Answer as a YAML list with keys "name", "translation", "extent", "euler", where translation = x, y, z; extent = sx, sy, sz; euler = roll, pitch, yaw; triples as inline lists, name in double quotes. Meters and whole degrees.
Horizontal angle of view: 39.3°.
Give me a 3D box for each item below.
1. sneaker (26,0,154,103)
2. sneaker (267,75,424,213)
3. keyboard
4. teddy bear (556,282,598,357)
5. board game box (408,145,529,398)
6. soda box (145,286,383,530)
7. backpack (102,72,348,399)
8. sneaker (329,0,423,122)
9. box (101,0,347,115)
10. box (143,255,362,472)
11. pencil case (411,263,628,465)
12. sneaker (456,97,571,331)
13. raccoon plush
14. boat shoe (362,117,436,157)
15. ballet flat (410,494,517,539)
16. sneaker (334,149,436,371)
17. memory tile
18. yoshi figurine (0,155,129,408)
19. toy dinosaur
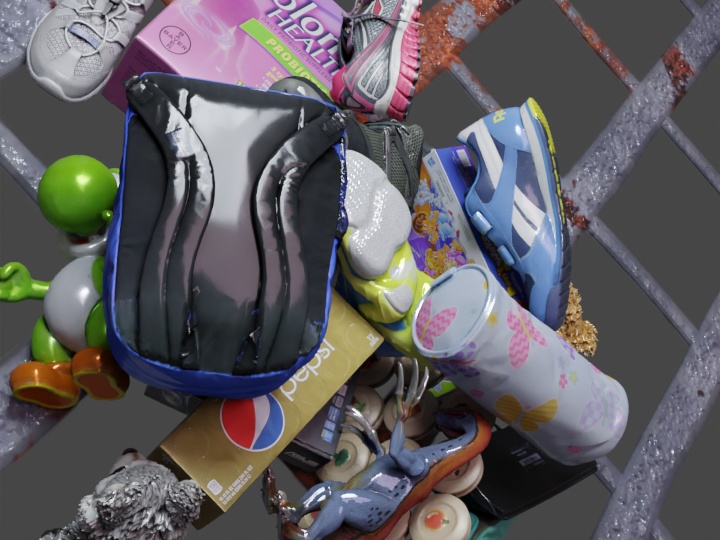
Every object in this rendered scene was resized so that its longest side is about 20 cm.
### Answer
- name: "sneaker"
  translation: [-0.227, -0.233, 0.885]
  extent: [0.075, 0.082, 0.200]
  euler: [31, 54, -18]
- name: "sneaker"
  translation: [-0.010, -0.109, 0.860]
  extent: [0.199, 0.076, 0.114]
  euler: [49, 50, -39]
- name: "keyboard"
  translation: [0.137, 0.163, 0.941]
  extent: [0.200, 0.021, 0.127]
  euler: [-5, 47, -53]
- name: "teddy bear"
  translation: [0.183, 0.013, 1.049]
  extent: [0.145, 0.067, 0.200]
  euler: [-8, 73, -38]
- name: "board game box"
  translation: [0.080, 0.005, 0.939]
  extent: [0.045, 0.134, 0.200]
  euler: [-13, 75, -43]
- name: "soda box"
  translation: [-0.072, 0.100, 0.774]
  extent: [0.068, 0.064, 0.200]
  euler: [45, 53, 0]
- name: "backpack"
  translation: [-0.094, -0.009, 0.708]
  extent: [0.162, 0.168, 0.200]
  euler: [5, 70, -10]
- name: "sneaker"
  translation: [0.017, -0.230, 0.928]
  extent: [0.075, 0.081, 0.200]
  euler: [8, 56, -5]
- name: "box"
  translation: [-0.101, -0.184, 0.937]
  extent: [0.176, 0.097, 0.200]
  euler: [41, 51, -10]
- name: "box"
  translation: [-0.073, 0.049, 0.868]
  extent: [0.160, 0.044, 0.200]
  euler: [28, 55, -13]
- name: "pencil case"
  translation: [0.131, 0.077, 0.805]
  extent: [0.200, 0.083, 0.091]
  euler: [37, 44, -31]
- name: "sneaker"
  translation: [0.136, -0.043, 0.874]
  extent: [0.074, 0.082, 0.200]
  euler: [-2, 82, -74]
- name: "raccoon plush"
  translation: [-0.141, 0.223, 0.687]
  extent: [0.097, 0.134, 0.200]
  euler: [-17, 78, -39]
- name: "boat shoe"
  translation: [0.075, -0.084, 1.009]
  extent: [0.199, 0.075, 0.066]
  euler: [37, 46, 15]
- name: "ballet flat"
  translation: [0.090, 0.230, 0.880]
  extent: [0.067, 0.071, 0.200]
  euler: [19, 20, 23]
- name: "sneaker"
  translation: [0.000, 0.000, 0.827]
  extent: [0.076, 0.105, 0.200]
  euler: [-40, 110, -38]
- name: "memory tile"
  translation: [0.036, 0.141, 0.849]
  extent: [0.017, 0.153, 0.200]
  euler: [61, 37, -46]
- name: "yoshi figurine"
  translation: [-0.218, -0.005, 0.769]
  extent: [0.112, 0.112, 0.200]
  euler: [12, 59, -21]
- name: "toy dinosaur"
  translation: [0.018, 0.166, 0.777]
  extent: [0.181, 0.105, 0.200]
  euler: [-3, 89, -16]
